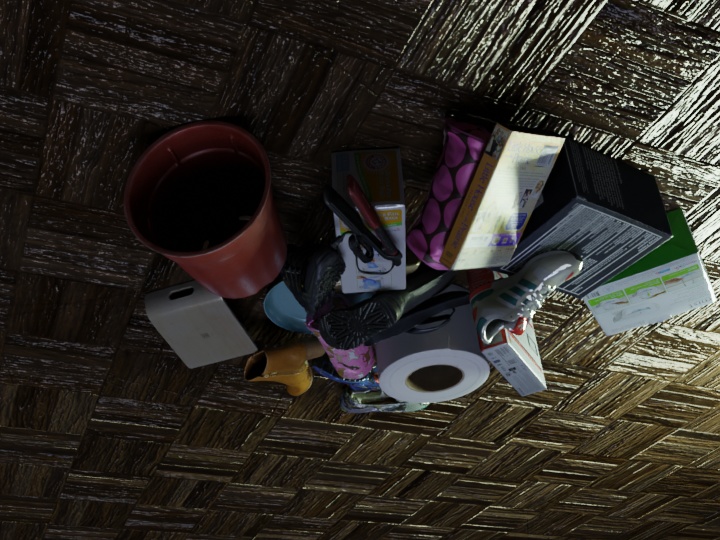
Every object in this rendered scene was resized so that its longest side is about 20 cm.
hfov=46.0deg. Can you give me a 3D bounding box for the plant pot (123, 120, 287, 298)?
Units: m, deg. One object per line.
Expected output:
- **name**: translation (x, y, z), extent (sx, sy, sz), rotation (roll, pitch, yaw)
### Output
- **plant pot**: translation (-0.195, -0.066, 1.176), extent (0.198, 0.203, 0.196), rotation (-9, 153, 6)

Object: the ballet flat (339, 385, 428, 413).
- **ballet flat**: translation (0.055, 0.260, 1.772), extent (0.197, 0.073, 0.072), rotation (-3, 146, -5)

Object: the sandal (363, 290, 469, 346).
- **sandal**: translation (0.097, 0.085, 1.423), extent (0.198, 0.076, 0.043), rotation (-24, 97, 14)

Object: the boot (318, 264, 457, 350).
- **boot**: translation (0.047, 0.050, 1.393), extent (0.180, 0.200, 0.073), rotation (-18, 103, 35)

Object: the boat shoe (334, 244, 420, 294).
- **boat shoe**: translation (0.000, 0.000, 1.376), extent (0.197, 0.072, 0.065), rotation (-5, 129, 3)

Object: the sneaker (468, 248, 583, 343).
- **sneaker**: translation (0.248, 0.045, 1.255), extent (0.199, 0.094, 0.070), rotation (-29, 140, 36)

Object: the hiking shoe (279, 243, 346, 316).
- **hiking shoe**: translation (-0.084, 0.002, 1.251), extent (0.100, 0.076, 0.200), rotation (40, 158, 6)

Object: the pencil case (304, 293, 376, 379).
- **pencil case**: translation (-0.032, 0.120, 1.501), extent (0.086, 0.083, 0.201), rotation (29, 161, 31)

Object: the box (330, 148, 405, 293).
- **box**: translation (0.014, -0.071, 1.250), extent (0.100, 0.114, 0.201), rotation (-4, 145, 1)

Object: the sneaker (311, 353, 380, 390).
- **sneaker**: translation (-0.013, 0.206, 1.680), extent (0.198, 0.076, 0.078), rotation (19, 142, -29)

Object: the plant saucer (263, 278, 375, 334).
- **plant saucer**: translation (-0.071, 0.050, 1.488), extent (0.197, 0.028, 0.201), rotation (-4, 145, -3)

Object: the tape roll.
- **tape roll**: translation (0.126, 0.134, 1.537), extent (0.200, 0.141, 0.204), rotation (-3, 146, -2)

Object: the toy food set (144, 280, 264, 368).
- **toy food set**: translation (-0.274, 0.092, 1.505), extent (0.142, 0.061, 0.201), rotation (-14, 136, 13)

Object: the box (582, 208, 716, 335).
- **box**: translation (0.481, 0.011, 1.445), extent (0.198, 0.098, 0.176), rotation (-22, 143, 22)

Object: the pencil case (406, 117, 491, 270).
- **pencil case**: translation (0.124, -0.105, 1.173), extent (0.090, 0.093, 0.202), rotation (-19, 133, -58)

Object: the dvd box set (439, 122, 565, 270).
- **dvd box set**: translation (0.192, -0.097, 1.148), extent (0.145, 0.029, 0.202), rotation (-6, 124, -48)

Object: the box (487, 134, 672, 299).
- **box**: translation (0.318, -0.073, 1.279), extent (0.197, 0.125, 0.200), rotation (18, 141, -28)

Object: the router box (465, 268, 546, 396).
- **router box**: translation (0.251, 0.095, 1.461), extent (0.048, 0.181, 0.200), rotation (-21, 142, 21)

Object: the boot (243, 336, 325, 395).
- **boot**: translation (-0.156, 0.188, 1.596), extent (0.143, 0.071, 0.202), rotation (-11, 150, -31)

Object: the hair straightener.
- **hair straightener**: translation (-0.003, -0.052, 1.156), extent (0.076, 0.041, 0.200), rotation (-18, 144, 18)
